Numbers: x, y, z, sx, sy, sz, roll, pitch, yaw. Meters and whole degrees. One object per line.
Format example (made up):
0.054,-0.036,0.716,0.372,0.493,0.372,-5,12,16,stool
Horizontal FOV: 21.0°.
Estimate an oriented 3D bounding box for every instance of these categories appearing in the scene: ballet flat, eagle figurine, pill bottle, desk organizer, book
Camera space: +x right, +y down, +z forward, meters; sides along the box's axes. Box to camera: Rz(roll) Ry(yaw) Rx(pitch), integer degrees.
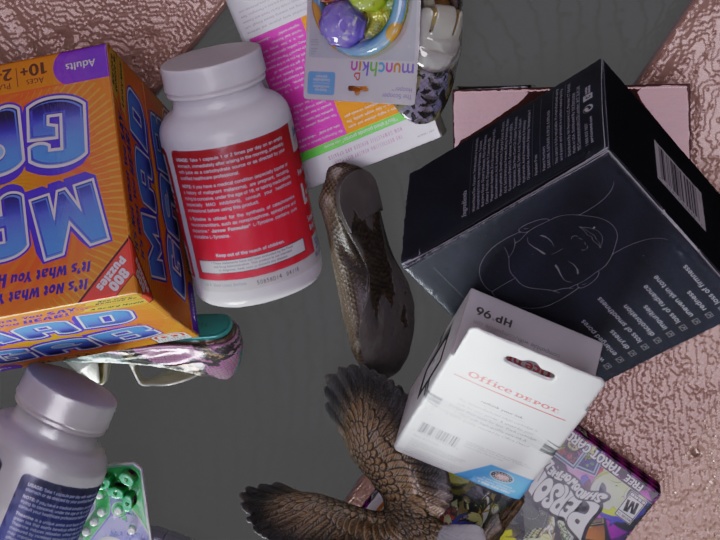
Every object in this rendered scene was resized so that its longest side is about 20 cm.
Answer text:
0.055,-0.222,1.573,0.071,0.072,0.202,1,83,6,ballet flat
0.017,0.197,1.618,0.200,0.152,0.151,41,124,-6,eagle figurine
-0.279,0.185,1.627,0.110,0.111,0.201,24,100,1,pill bottle
0.000,0.000,1.645,0.067,0.046,0.201,-33,122,-32,ballet flat
0.174,-0.115,1.608,0.198,0.072,0.078,-1,98,6,desk organizer
-0.026,-0.184,1.629,0.133,0.048,0.201,-20,96,11,book
-0.200,0.068,1.686,0.198,0.069,0.072,5,120,4,ballet flat
-0.103,-0.081,1.606,0.111,0.112,0.202,-9,109,7,pill bottle

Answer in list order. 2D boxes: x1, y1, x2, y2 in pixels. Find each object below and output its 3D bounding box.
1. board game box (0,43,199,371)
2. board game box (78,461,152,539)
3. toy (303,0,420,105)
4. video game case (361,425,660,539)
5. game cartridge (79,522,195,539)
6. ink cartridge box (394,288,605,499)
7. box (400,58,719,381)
-0.259,-0.042,1.570,0.198,0.200,0.202,-10,77,7,board game box
-0.278,0.277,1.710,0.198,0.026,0.202,-6,99,7,board game box
-0.008,-0.237,1.555,0.115,0.047,0.202,7,94,38,toy
0.128,0.200,1.685,0.199,0.036,0.182,37,103,-2,video game case
-0.233,0.288,1.738,0.198,0.042,0.134,5,96,5,game cartridge
0.112,0.089,1.513,0.115,0.068,0.200,22,145,-4,ink cartridge box
0.169,-0.024,1.538,0.196,0.124,0.200,-30,122,27,box
